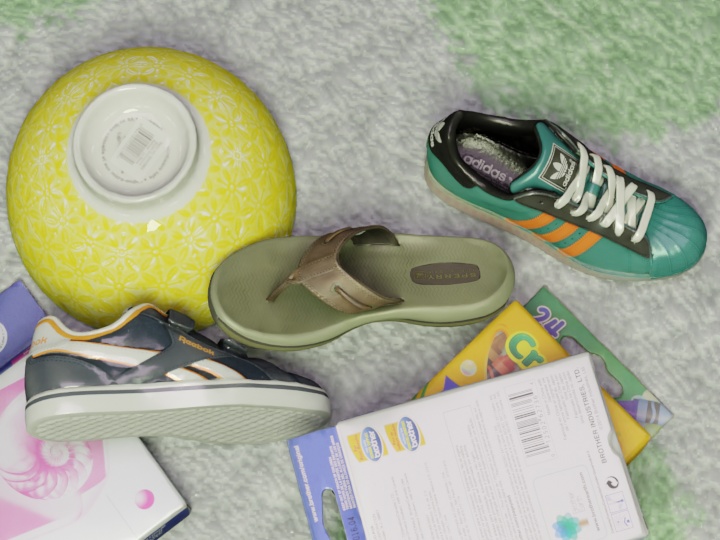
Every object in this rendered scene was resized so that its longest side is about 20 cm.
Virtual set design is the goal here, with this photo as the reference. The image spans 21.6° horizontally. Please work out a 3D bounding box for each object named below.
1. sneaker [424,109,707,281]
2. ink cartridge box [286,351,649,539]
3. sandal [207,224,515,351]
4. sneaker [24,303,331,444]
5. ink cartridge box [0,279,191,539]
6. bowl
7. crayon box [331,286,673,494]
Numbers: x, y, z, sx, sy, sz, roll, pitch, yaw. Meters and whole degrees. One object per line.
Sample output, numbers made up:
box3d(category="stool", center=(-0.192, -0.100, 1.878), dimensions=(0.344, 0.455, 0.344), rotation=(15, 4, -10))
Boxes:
box3d(category="sneaker", center=(0.135, -0.050, 1.243), dimensions=(0.198, 0.080, 0.072), rotation=(19, 75, 5))
box3d(category="ink cartridge box", center=(0.064, 0.135, 1.159), dimensions=(0.198, 0.042, 0.120), rotation=(-15, 75, -7))
box3d(category="sandal", center=(0.001, -0.001, 1.200), dimensions=(0.199, 0.058, 0.080), rotation=(-7, 59, -8))
box3d(category="sneaker", center=(-0.114, 0.063, 1.195), dimensions=(0.198, 0.078, 0.080), rotation=(4, 63, -23))
box3d(category="ink cartridge box", center=(-0.243, 0.134, 1.212), dimensions=(0.196, 0.043, 0.200), rotation=(-37, 79, -9))
box3d(category="bowl", center=(-0.141, -0.066, 1.235), dimensions=(0.198, 0.108, 0.202), rotation=(0, 74, -1))
box3d(category="crayon box", center=(0.094, 0.113, 1.212), dimensions=(0.200, 0.052, 0.126), rotation=(-43, 78, -12))
